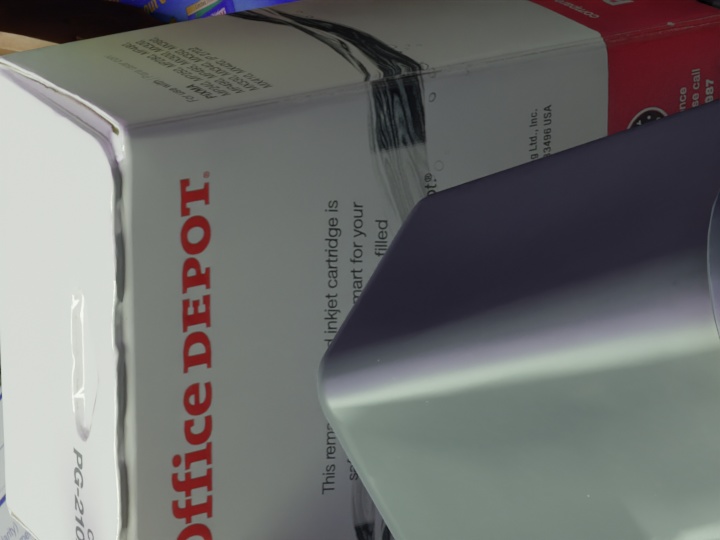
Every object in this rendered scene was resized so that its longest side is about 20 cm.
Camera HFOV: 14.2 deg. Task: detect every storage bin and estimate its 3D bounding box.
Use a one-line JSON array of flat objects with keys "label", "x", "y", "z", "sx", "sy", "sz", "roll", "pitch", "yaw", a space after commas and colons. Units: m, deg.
[{"label": "storage bin", "x": 0.084, "y": 0.059, "z": 0.669, "sx": 0.134, "sy": 0.146, "sz": 0.200, "roll": -13, "pitch": 118, "yaw": 32}]

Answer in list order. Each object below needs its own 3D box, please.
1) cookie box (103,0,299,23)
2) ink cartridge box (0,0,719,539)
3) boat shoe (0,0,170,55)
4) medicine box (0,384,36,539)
[{"label": "cookie box", "x": -0.034, "y": -0.117, "z": 0.963, "sx": 0.171, "sy": 0.075, "sz": 0.200, "roll": -25, "pitch": 80, "yaw": 60}, {"label": "ink cartridge box", "x": 0.000, "y": 0.000, "z": 0.825, "sx": 0.084, "sy": 0.200, "sz": 0.145, "roll": 31, "pitch": 126, "yaw": 52}, {"label": "boat shoe", "x": -0.085, "y": -0.050, "z": 0.929, "sx": 0.200, "sy": 0.070, "sz": 0.070, "roll": 21, "pitch": 115, "yaw": 55}, {"label": "medicine box", "x": -0.054, "y": 0.124, "z": 0.948, "sx": 0.182, "sy": 0.103, "sz": 0.200, "roll": -49, "pitch": 56, "yaw": 32}]
